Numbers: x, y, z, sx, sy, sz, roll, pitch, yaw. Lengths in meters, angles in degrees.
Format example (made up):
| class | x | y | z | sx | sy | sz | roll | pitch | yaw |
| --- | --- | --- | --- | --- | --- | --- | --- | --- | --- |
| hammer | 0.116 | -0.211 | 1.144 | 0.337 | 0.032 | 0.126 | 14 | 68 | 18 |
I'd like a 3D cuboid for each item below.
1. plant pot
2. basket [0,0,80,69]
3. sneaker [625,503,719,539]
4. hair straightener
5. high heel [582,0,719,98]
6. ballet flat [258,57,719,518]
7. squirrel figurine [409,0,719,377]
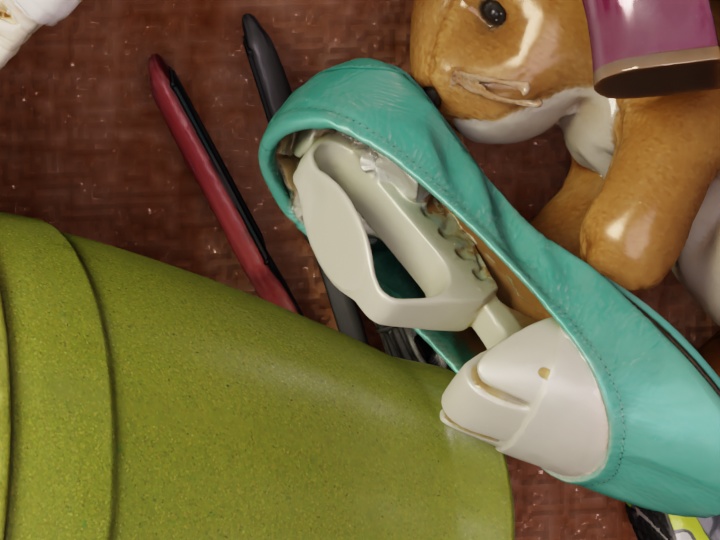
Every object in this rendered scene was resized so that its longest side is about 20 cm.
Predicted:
| class | x | y | z | sx | sy | sz | roll | pitch | yaw |
| --- | --- | --- | --- | --- | --- | --- | --- | --- | --- |
| plant pot | -0.062 | 0.086 | 0.858 | 0.193 | 0.200 | 0.201 | 9 | 100 | -27 |
| basket | -0.192 | -0.112 | 0.837 | 0.200 | 0.198 | 0.161 | 40 | 99 | -10 |
| sneaker | 0.170 | 0.118 | 0.970 | 0.081 | 0.074 | 0.200 | -44 | 107 | -2 |
| hair straightener | 0.000 | 0.000 | 0.945 | 0.077 | 0.041 | 0.200 | -25 | 101 | 1 |
| high heel | 0.159 | -0.112 | 0.820 | 0.200 | 0.067 | 0.096 | -6 | 76 | -3 |
| ballet flat | 0.037 | 0.015 | 0.852 | 0.070 | 0.067 | 0.200 | -28 | 66 | -38 |
| squirrel figurine | 0.119 | -0.075 | 0.912 | 0.187 | 0.142 | 0.200 | 40 | 81 | 1 |
